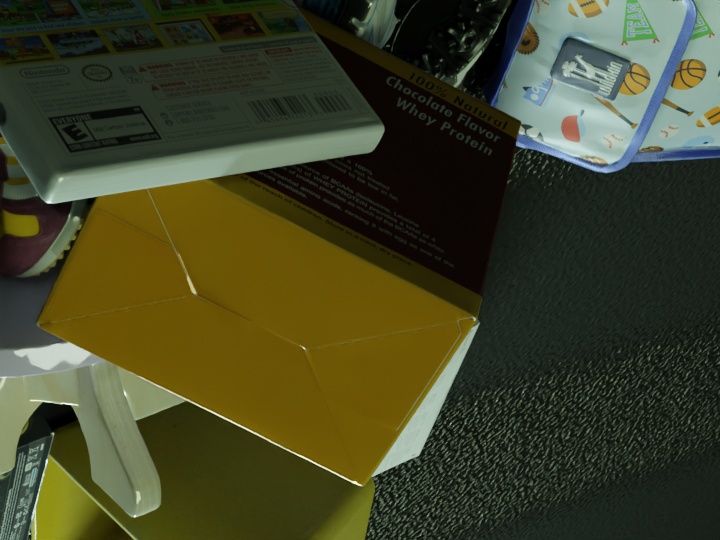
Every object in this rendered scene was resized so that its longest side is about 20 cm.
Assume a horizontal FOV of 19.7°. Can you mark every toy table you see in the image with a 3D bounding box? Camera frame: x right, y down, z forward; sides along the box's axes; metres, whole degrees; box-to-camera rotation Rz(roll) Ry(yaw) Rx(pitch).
[{"bbox_3d":[-0.177,0.053,1.221,0.200,0.184,0.117,-12,124,-25],"label":"toy table"}]

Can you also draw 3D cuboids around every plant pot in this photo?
[{"bbox_3d":[-0.102,0.191,1.467,0.176,0.200,0.200,-34,152,-31],"label":"plant pot"}]

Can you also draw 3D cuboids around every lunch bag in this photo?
[{"bbox_3d":[0.193,-0.159,1.385,0.200,0.124,0.170,-2,137,-23],"label":"lunch bag"}]

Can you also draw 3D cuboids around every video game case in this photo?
[{"bbox_3d":[-0.111,-0.116,1.035,0.200,0.182,0.023,-12,146,-39],"label":"video game case"}]

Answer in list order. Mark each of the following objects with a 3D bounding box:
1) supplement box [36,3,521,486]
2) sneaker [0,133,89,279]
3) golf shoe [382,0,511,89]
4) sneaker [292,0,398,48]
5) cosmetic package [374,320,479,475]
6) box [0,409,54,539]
[{"bbox_3d":[-0.038,-0.028,1.125,0.133,0.197,0.200,-58,-172,35],"label":"supplement box"},{"bbox_3d":[-0.185,-0.079,1.130,0.090,0.075,0.200,9,129,-30],"label":"sneaker"},{"bbox_3d":[0.034,-0.129,1.308,0.200,0.078,0.094,-50,166,21],"label":"golf shoe"},{"bbox_3d":[-0.020,-0.128,1.240,0.087,0.075,0.200,-31,161,-50],"label":"sneaker"},{"bbox_3d":[0.022,0.089,1.572,0.082,0.051,0.200,-21,153,-26],"label":"cosmetic package"},{"bbox_3d":[-0.287,0.174,1.316,0.161,0.049,0.200,-22,150,-33],"label":"box"}]
